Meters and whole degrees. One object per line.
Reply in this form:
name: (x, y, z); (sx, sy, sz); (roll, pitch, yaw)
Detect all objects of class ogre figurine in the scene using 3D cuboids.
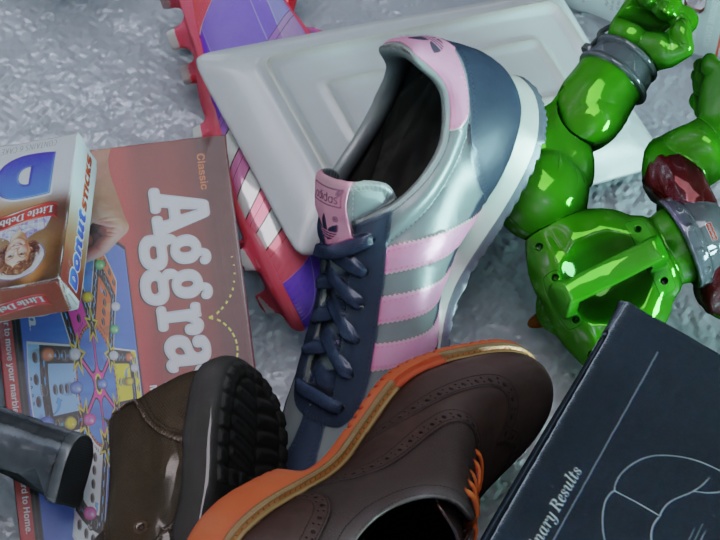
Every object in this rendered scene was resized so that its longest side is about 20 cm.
ogre figurine: (0.126, -0.010, 0.920); (0.120, 0.098, 0.201); (-25, 102, -11)

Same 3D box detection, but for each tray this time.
tray: (0.036, -0.074, 0.968); (0.199, 0.022, 0.108); (-15, 62, -31)

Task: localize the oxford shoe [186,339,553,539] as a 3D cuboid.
oxford shoe: (0.023, 0.087, 0.817); (0.072, 0.071, 0.200); (11, 32, 37)

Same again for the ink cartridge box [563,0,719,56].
ink cartridge box: (0.088, -0.181, 1.023); (0.199, 0.109, 0.050); (23, 61, 13)

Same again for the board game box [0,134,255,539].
board game box: (-0.092, 0.048, 0.894); (0.103, 0.019, 0.201); (-7, 79, -6)

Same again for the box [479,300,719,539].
box: (0.138, 0.136, 0.807); (0.200, 0.107, 0.149); (31, 59, 7)

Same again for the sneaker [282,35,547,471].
sneaker: (0.000, 0.000, 0.878); (0.070, 0.082, 0.201); (16, 83, 45)

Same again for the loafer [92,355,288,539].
loafer: (-0.073, 0.131, 0.826); (0.071, 0.073, 0.201); (-11, 54, 28)

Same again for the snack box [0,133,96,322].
snack box: (-0.203, -0.005, 0.883); (0.199, 0.024, 0.072); (-9, 53, 15)

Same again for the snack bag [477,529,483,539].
snack bag: (0.034, 0.199, 0.832); (0.200, 0.021, 0.189); (38, 65, 15)

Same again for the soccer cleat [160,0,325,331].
soccer cleat: (-0.035, -0.065, 0.975); (0.076, 0.067, 0.200); (-19, 55, 1)

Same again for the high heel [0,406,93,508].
high heel: (-0.201, 0.133, 0.851); (0.142, 0.071, 0.201); (17, 75, 17)
